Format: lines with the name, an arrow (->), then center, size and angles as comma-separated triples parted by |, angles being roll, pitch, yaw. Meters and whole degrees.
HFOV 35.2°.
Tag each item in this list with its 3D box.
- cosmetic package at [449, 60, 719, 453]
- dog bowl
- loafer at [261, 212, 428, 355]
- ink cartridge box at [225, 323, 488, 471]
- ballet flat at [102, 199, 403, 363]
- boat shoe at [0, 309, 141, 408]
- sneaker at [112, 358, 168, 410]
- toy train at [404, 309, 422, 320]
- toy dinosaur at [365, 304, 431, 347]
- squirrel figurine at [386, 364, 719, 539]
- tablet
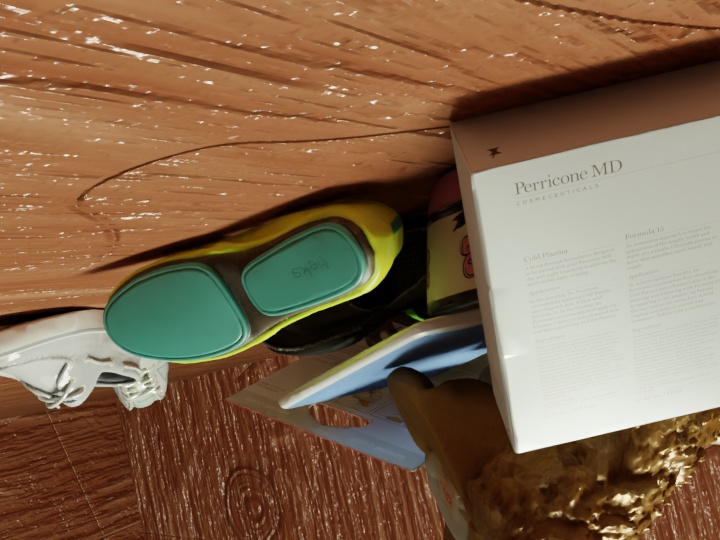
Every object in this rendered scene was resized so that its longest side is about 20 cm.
cosmetic package -> 0.149, -0.012, 0.496 | 0.199, 0.151, 0.052 | -13, -145, 0
dog bowl -> 0.126, -0.031, 0.629 | 0.200, 0.074, 0.200 | -14, 175, -1
loafer -> -0.005, 0.003, 0.758 | 0.200, 0.073, 0.071 | -26, 164, 31
ink cartridge box -> 0.029, 0.098, 0.846 | 0.200, 0.044, 0.173 | 13, -149, 44
ballet flat -> -0.058, 0.005, 0.648 | 0.200, 0.067, 0.067 | -18, -166, 33
boat shoe -> -0.226, 0.071, 0.871 | 0.072, 0.069, 0.200 | -14, 175, 10
sneaker -> -0.208, 0.089, 1.075 | 0.070, 0.080, 0.200 | -11, 173, -7
toy train -> 0.043, 0.024, 1.104 | 0.115, 0.085, 0.200 | 4, -159, 3
toy dinosaur -> 0.074, 0.029, 0.836 | 0.200, 0.086, 0.135 | 9, -153, 30
squirrel figurine -> 0.138, 0.096, 0.642 | 0.186, 0.142, 0.200 | -20, -176, -13
tablet -> 0.040, 0.050, 0.703 | 0.130, 0.014, 0.200 | -9, 166, -29
